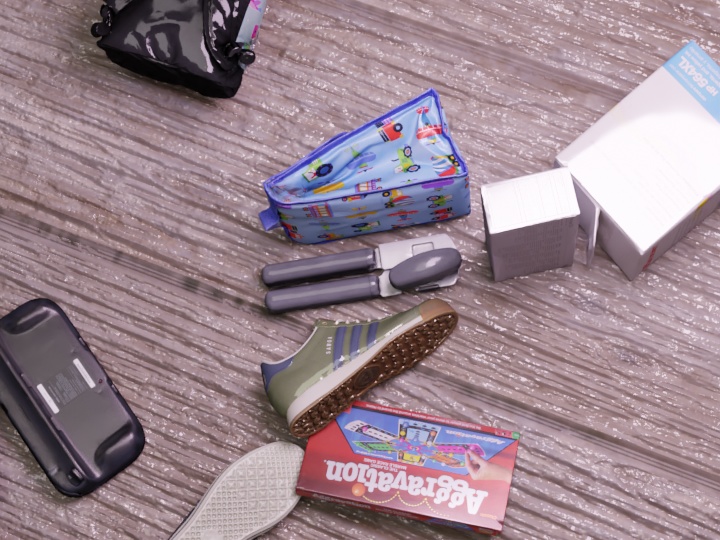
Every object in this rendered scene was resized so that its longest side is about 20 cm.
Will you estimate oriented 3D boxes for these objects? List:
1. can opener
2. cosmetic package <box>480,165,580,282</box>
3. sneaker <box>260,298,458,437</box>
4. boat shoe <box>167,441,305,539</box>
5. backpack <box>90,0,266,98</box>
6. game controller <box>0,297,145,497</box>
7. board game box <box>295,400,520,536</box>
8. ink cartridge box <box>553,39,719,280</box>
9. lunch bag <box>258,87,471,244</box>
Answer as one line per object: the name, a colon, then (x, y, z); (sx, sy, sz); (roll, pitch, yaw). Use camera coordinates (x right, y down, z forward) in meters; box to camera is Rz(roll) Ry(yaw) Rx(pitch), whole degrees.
can opener: (0.000, 0.000, 1.493); (0.199, 0.067, 0.054); (-9, 77, 3)
cosmetic package: (0.157, -0.041, 1.419); (0.082, 0.200, 0.051); (-11, 76, 3)
sneaker: (-0.009, 0.070, 1.479); (0.200, 0.067, 0.090); (-34, 58, -13)
boat shoe: (-0.129, 0.240, 1.458); (0.075, 0.062, 0.200); (46, 70, -3)
backpack: (-0.166, -0.287, 1.541); (0.166, 0.127, 0.201); (19, 79, -3)
game controller: (-0.301, 0.124, 1.516); (0.104, 0.042, 0.200); (-33, 77, -17)
board game box: (0.046, 0.185, 1.460); (0.199, 0.019, 0.103); (10, 62, 7)
ink cartridge box: (0.277, -0.094, 1.456); (0.200, 0.129, 0.125); (-39, 77, -4)
lunch bag: (-0.001, -0.077, 1.467); (0.199, 0.151, 0.094); (-21, 76, 0)
